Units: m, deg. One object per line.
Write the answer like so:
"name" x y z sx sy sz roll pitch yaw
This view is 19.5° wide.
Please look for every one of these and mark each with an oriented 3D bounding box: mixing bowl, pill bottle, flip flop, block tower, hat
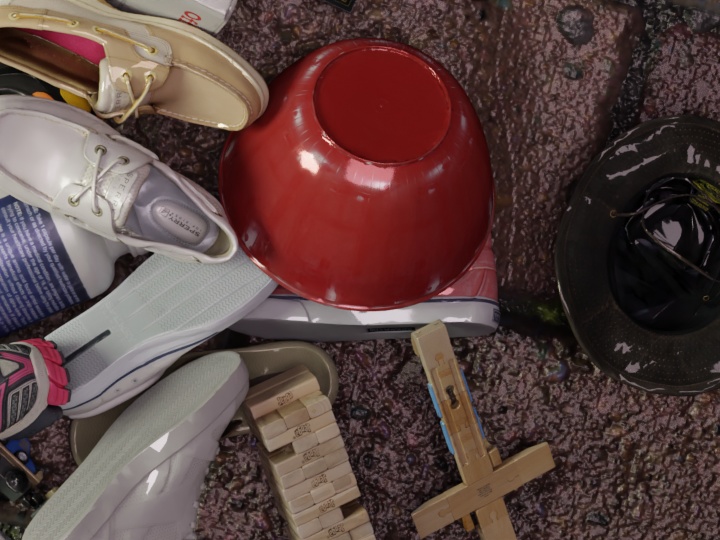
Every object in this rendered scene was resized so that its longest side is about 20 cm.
"mixing bowl" 0.005 -0.085 1.433 0.200 0.108 0.201 4 60 -7
"pill bottle" -0.239 -0.018 1.453 0.200 0.111 0.111 -23 96 -5
"flip flop" -0.113 0.098 1.498 0.199 0.058 0.081 -12 94 -1
"block tower" -0.027 0.172 1.491 0.058 0.054 0.200 -24 109 -12
"hat" 0.220 -0.011 1.523 0.200 0.081 0.201 0 89 -14

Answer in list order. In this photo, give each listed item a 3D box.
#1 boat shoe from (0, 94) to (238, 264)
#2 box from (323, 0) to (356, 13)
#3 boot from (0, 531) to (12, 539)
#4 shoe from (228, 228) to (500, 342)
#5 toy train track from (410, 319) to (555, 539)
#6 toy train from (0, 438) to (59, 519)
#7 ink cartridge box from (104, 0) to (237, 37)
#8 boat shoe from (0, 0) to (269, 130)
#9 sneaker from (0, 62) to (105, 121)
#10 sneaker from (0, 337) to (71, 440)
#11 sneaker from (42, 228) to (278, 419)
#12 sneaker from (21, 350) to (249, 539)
"boat shoe" -0.163 -0.058 1.367 0.200 0.069 0.071 23 92 -30
"box" -0.067 -0.282 1.459 0.200 0.038 0.137 24 126 -7
"boot" -0.220 0.253 1.417 0.096 0.074 0.200 -46 104 -12
"shoe" 0.000 0.000 1.507 0.200 0.071 0.091 -1 76 1
"toy train track" 0.072 0.120 1.514 0.115 0.033 0.200 -26 120 -12
"toy train" -0.209 0.178 1.501 0.200 0.034 0.046 43 46 -8
"ink cartridge box" -0.176 -0.230 1.404 0.200 0.146 0.084 25 78 -12
"boat shoe" -0.161 -0.132 1.387 0.200 0.074 0.069 22 49 1
"sneaker" -0.278 -0.121 1.426 0.200 0.090 0.070 12 117 11
"sneaker" -0.287 0.099 1.432 0.200 0.075 0.081 -35 67 35
"sneaker" -0.143 0.036 1.468 0.200 0.071 0.073 -28 71 0
"sneaker" -0.130 0.157 1.441 0.200 0.074 0.116 -46 119 -20
